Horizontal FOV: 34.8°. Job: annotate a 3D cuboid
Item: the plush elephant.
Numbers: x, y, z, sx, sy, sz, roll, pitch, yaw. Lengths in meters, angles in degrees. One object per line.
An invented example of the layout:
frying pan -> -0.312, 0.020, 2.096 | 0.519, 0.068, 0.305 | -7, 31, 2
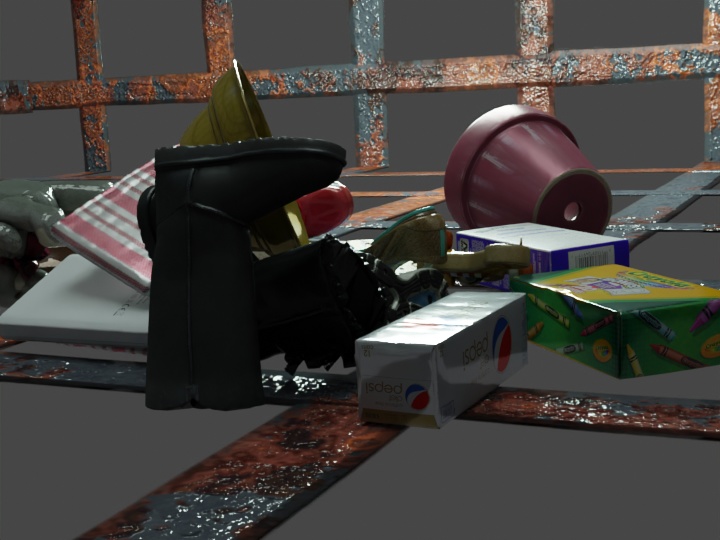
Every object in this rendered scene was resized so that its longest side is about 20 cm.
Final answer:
plush elephant -> -0.397, -0.019, 1.344 | 0.198, 0.157, 0.165 | 7, 20, 9

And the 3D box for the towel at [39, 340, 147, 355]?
towel -> -0.213, 0.053, 1.168 | 0.198, 0.030, 0.146 | 3, 12, 32

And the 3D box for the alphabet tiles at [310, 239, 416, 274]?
alphabet tiles -> 0.000, 0.000, 1.326 | 0.198, 0.006, 0.166 | -4, 25, -32

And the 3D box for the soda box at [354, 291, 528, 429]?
soda box -> 0.069, 0.065, 0.903 | 0.067, 0.064, 0.200 | 1, 9, 27

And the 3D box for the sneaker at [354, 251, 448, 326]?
sneaker -> 0.000, 0.034, 1.089 | 0.089, 0.079, 0.199 | -12, -16, 37

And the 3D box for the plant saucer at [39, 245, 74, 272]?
plant saucer -> -0.418, -0.005, 1.569 | 0.198, 0.035, 0.200 | -3, 10, 1

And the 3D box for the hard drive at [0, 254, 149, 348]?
hard drive -> -0.244, 0.027, 1.135 | 0.198, 0.026, 0.132 | 1, 33, 28

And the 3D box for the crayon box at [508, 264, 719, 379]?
crayon box -> 0.227, 0.041, 1.013 | 0.117, 0.059, 0.200 | -6, 10, -19

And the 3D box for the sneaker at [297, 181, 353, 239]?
sneaker -> -0.112, -0.058, 1.469 | 0.198, 0.079, 0.116 | -14, 13, 22

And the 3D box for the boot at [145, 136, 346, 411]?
boot -> -0.088, 0.006, 0.878 | 0.163, 0.203, 0.066 | -3, -10, 23

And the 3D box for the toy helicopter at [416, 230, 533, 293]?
toy helicopter -> 0.132, -0.003, 1.186 | 0.131, 0.080, 0.200 | 8, -7, -14

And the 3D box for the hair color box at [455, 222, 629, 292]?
hair color box -> 0.206, -0.011, 1.326 | 0.108, 0.066, 0.200 | -8, 12, -24

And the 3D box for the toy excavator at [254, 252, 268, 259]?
toy excavator -> -0.202, -0.003, 1.271 | 0.193, 0.101, 0.200 | 25, -30, -21

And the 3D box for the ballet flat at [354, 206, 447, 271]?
ballet flat -> 0.024, -0.001, 1.198 | 0.067, 0.073, 0.199 | -12, -10, -43

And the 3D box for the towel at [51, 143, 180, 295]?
towel -> -0.190, -0.056, 1.157 | 0.146, 0.030, 0.200 | 28, 51, 31

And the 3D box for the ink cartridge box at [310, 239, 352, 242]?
ink cartridge box -> -0.093, -0.005, 1.436 | 0.197, 0.044, 0.199 | 5, 12, 42

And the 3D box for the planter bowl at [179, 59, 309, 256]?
planter bowl -> -0.115, -0.084, 1.054 | 0.083, 0.202, 0.200 | -21, 9, 1

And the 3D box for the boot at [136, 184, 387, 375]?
boot -> -0.079, 0.000, 0.958 | 0.161, 0.199, 0.074 | -10, 29, 36

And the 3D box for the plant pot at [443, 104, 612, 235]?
plant pot -> 0.238, -0.105, 1.552 | 0.198, 0.202, 0.179 | -7, 25, -23
